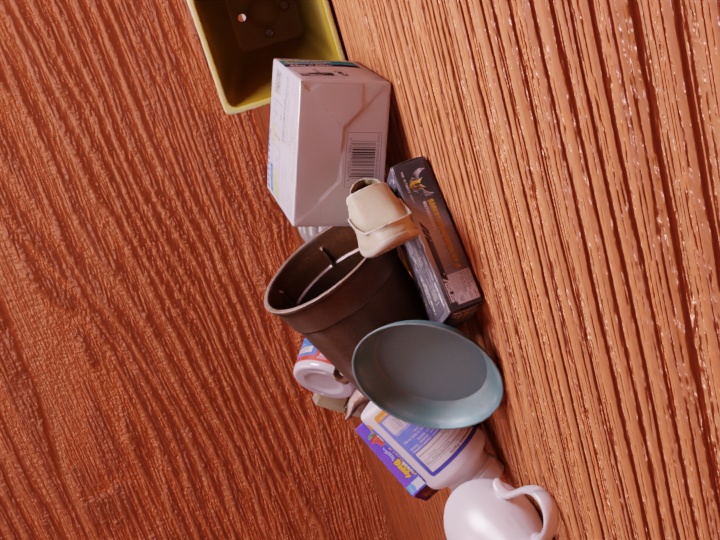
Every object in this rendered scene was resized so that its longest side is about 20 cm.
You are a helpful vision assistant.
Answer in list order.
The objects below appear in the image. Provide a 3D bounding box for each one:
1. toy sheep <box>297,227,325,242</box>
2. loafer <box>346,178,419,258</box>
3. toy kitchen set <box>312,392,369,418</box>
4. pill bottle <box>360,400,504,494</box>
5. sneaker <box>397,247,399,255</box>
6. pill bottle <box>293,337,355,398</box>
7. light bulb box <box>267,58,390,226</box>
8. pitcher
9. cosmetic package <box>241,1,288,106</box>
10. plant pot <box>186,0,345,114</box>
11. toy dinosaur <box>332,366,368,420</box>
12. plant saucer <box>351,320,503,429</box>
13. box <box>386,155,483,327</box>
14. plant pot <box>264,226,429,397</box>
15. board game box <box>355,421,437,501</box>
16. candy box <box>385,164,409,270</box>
[{"bbox_3d":[-0.044,-0.089,1.980,0.200,0.138,0.138,-131,22,-70],"label":"toy sheep"},{"bbox_3d":[0.017,-0.069,1.422,0.068,0.076,0.200,66,174,-16],"label":"loafer"},{"bbox_3d":[0.050,0.197,1.977,0.180,0.200,0.163,-135,64,-73],"label":"toy kitchen set"},{"bbox_3d":[0.107,0.239,1.652,0.200,0.112,0.112,44,173,-2],"label":"pill bottle"},{"bbox_3d":[0.000,0.000,1.795,0.112,0.073,0.200,61,140,44],"label":"sneaker"},{"bbox_3d":[-0.032,0.105,1.956,0.112,0.112,0.200,81,-157,-57],"label":"pill bottle"},{"bbox_3d":[-0.049,-0.179,1.585,0.200,0.125,0.199,-126,38,-67],"label":"light bulb box"},{"bbox_3d":[0.193,0.332,1.508,0.200,0.121,0.172,-145,55,-59],"label":"pitcher"},{"bbox_3d":[-0.127,-0.372,1.960,0.087,0.103,0.200,-128,21,-65],"label":"cosmetic package"},{"bbox_3d":[-0.146,-0.378,1.772,0.200,0.195,0.195,-110,3,-66],"label":"plant pot"},{"bbox_3d":[0.036,0.132,1.746,0.086,0.135,0.200,95,-170,-70],"label":"toy dinosaur"},{"bbox_3d":[0.089,0.128,1.500,0.036,0.200,0.200,-70,-25,-44],"label":"plant saucer"},{"bbox_3d":[0.089,-0.029,1.487,0.158,0.048,0.200,100,149,-77],"label":"box"},{"bbox_3d":[0.004,0.058,1.599,0.198,0.200,0.200,52,180,-22],"label":"plant pot"},{"bbox_3d":[0.066,0.295,1.821,0.134,0.045,0.200,48,178,15],"label":"board game box"},{"bbox_3d":[0.045,-0.084,1.763,0.200,0.026,0.102,82,162,-60],"label":"candy box"}]
